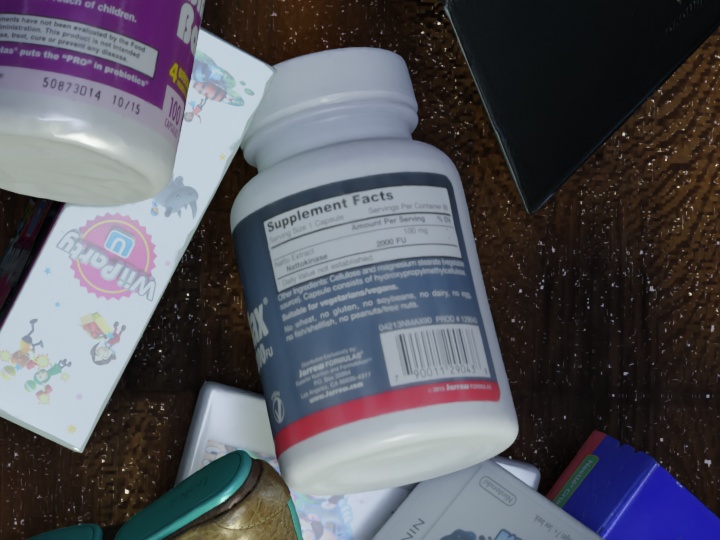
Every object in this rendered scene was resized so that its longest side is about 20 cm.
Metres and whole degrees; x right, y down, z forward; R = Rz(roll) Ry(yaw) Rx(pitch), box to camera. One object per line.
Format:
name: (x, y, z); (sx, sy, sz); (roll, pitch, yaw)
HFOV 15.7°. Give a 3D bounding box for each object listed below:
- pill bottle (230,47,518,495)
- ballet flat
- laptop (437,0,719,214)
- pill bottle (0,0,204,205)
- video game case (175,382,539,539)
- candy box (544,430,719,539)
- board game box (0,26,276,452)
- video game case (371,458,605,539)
pill bottle: (0.000, 0.000, 1.282); (0.119, 0.120, 0.200); (-9, 74, -12)
ballet flat: (-0.109, 0.151, 1.260); (0.200, 0.068, 0.072); (-26, 113, 25)
laptop: (0.073, -0.171, 1.331); (0.200, 0.116, 0.187); (37, 60, 16)
pill bottle: (-0.120, -0.138, 1.144); (0.112, 0.112, 0.200); (12, 76, -12)
video game case: (-0.018, 0.176, 1.337); (0.182, 0.024, 0.200); (15, 89, -12)
candy box: (0.149, 0.211, 1.335); (0.200, 0.077, 0.169); (43, 80, -24)
board game box: (-0.124, -0.020, 1.254); (0.064, 0.148, 0.200); (26, 85, -13)
video game case: (0.054, 0.195, 1.246); (0.182, 0.200, 0.024); (-50, 135, -7)
